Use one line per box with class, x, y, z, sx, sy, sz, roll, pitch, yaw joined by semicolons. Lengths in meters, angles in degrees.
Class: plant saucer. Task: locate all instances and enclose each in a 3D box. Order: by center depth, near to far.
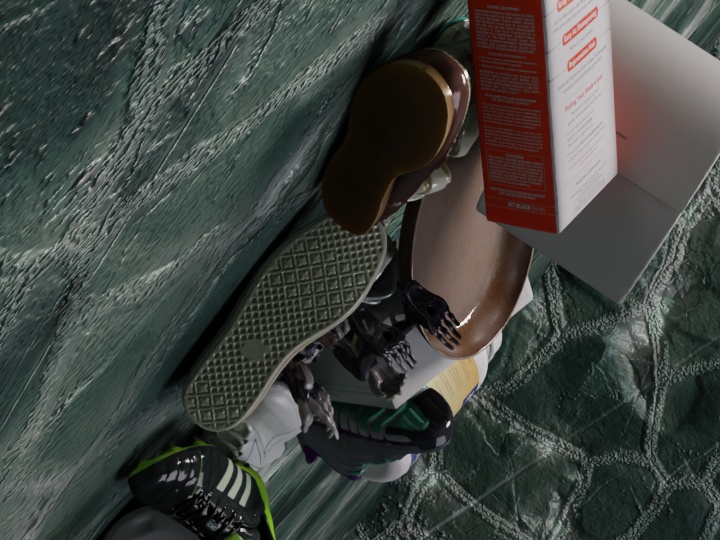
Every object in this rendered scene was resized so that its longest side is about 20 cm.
plant saucer;0.085;-0.028;1.526;0.200;0.032;0.202;-23;119;-51

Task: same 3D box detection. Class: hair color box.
hair color box;0.126;-0.139;1.269;0.101;0.061;0.202;-41;133;-46

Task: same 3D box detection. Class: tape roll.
tape roll;0.199;-0.095;1.449;0.204;0.139;0.203;-56;174;-9

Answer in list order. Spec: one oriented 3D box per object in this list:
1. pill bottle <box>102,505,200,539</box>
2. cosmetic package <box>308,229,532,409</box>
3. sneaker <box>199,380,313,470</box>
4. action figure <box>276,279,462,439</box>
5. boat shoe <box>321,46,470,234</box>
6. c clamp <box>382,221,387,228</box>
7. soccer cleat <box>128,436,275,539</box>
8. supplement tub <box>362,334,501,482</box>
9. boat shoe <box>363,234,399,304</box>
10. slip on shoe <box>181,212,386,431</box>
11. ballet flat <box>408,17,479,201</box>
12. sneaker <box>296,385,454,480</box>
pill bottle;-0.168;0.273;1.633;0.114;0.113;0.200;-49;171;-11
cosmetic package;0.044;0.034;1.611;0.112;0.082;0.200;5;-147;47
sneaker;-0.099;0.141;1.593;0.087;0.074;0.200;-40;166;-27
action figure;-0.018;0.073;1.438;0.119;0.103;0.199;-34;-171;-38
boat shoe;0.030;-0.097;1.255;0.070;0.071;0.200;-38;175;-29
c clamp;0.002;0.021;1.751;0.171;0.027;0.200;-53;171;13
soccer cleat;-0.120;0.187;1.497;0.067;0.082;0.200;-31;157;13
supplement tub;0.043;0.106;1.935;0.200;0.144;0.145;-46;170;-29
boat shoe;0.000;0.000;1.512;0.074;0.067;0.200;-51;172;6
slip on shoe;-0.057;0.032;1.361;0.200;0.074;0.061;-50;-173;9
ballet flat;0.048;-0.097;1.356;0.075;0.064;0.201;-19;152;-40
sneaker;0.014;0.144;1.602;0.074;0.088;0.199;-33;-153;-33
